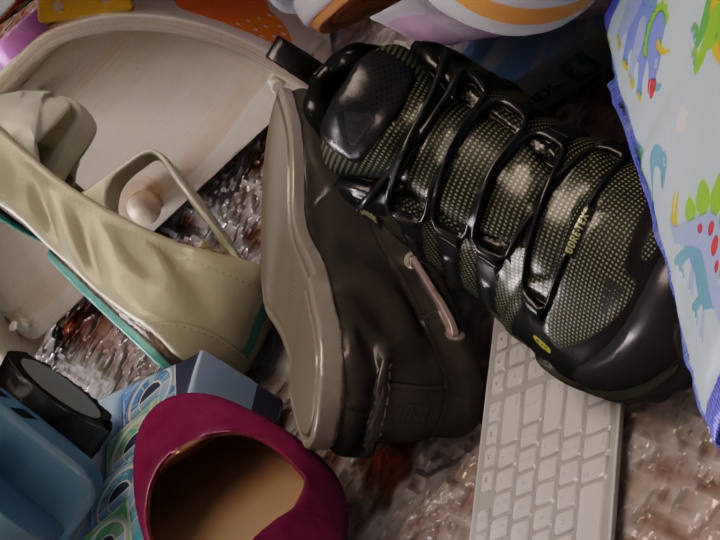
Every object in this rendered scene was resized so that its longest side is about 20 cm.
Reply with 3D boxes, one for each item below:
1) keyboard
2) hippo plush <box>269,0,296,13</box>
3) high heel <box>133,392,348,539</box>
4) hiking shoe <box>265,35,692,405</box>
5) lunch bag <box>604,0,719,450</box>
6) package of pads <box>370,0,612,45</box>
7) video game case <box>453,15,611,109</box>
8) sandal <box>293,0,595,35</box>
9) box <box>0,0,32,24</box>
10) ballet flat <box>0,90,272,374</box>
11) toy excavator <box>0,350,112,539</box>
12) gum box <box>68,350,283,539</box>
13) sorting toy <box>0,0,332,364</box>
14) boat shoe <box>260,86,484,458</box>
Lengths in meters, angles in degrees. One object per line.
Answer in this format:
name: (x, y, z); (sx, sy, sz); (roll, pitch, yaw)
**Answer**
keyboard: (0.056, 0.061, 0.741); (0.056, 0.011, 0.201); (-30, 39, 40)
hippo plush: (-0.013, -0.162, 0.777); (0.200, 0.158, 0.161); (-78, 1, -59)
high heel: (-0.043, 0.070, 0.753); (0.067, 0.096, 0.200); (-39, 35, -5)
hiking shoe: (0.036, -0.021, 0.737); (0.076, 0.100, 0.200); (-65, 29, 4)
lunch bag: (0.148, -0.065, 0.605); (0.200, 0.127, 0.170); (-39, 33, 26)
package of pads: (0.081, -0.144, 0.796); (0.200, 0.076, 0.121); (-6, 54, 55)
video game case: (0.104, -0.160, 0.879); (0.182, 0.022, 0.201); (-33, 36, 36)
sandal: (0.045, -0.096, 0.705); (0.079, 0.059, 0.207); (-28, -3, -24)
box: (-0.077, -0.185, 1.001); (0.137, 0.040, 0.200); (-38, 6, 44)
ballet flat: (-0.108, -0.029, 0.951); (0.200, 0.069, 0.070); (36, 93, 21)
toy excavator: (-0.138, 0.089, 0.809); (0.100, 0.194, 0.200); (-51, 1, 7)
gum box: (-0.122, 0.137, 0.903); (0.200, 0.044, 0.171); (-24, 42, 43)
sorting toy: (-0.103, -0.086, 1.074); (0.200, 0.107, 0.180); (-41, 13, 26)
boat shoe: (0.000, 0.000, 0.857); (0.200, 0.057, 0.067); (-103, 21, -58)
